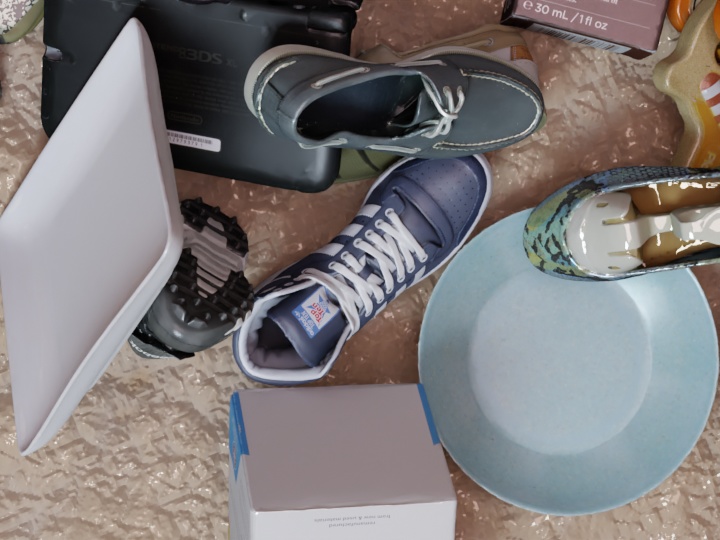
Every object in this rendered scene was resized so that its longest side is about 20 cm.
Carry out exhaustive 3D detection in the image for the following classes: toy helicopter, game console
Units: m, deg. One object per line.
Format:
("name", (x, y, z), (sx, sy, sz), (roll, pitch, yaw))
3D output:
("toy helicopter", (0.236, -0.089, 1.618), (0.132, 0.079, 0.201), (25, 93, -27))
("game console", (-0.089, -0.161, 1.593), (0.199, 0.116, 0.177), (11, 114, 14))

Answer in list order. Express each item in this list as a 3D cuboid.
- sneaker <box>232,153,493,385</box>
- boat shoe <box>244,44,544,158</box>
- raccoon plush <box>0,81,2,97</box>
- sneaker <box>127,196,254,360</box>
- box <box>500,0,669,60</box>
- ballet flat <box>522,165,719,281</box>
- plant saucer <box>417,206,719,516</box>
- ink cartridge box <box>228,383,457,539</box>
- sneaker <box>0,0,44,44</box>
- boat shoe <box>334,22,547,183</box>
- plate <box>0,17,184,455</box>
("sneaker", (0.000, 0.000, 1.576), (0.200, 0.109, 0.070), (-39, 96, 14))
("boat shoe", (0.030, -0.094, 1.518), (0.199, 0.062, 0.073), (3, 114, -27))
("raccoon plush", (-0.313, -0.081, 1.588), (0.133, 0.097, 0.201), (17, 92, 4))
("sneaker", (-0.111, 0.025, 1.557), (0.066, 0.200, 0.091), (30, 105, -10))
("box", (0.163, -0.245, 1.616), (0.099, 0.075, 0.201), (13, 90, -4))
("ballet flat", (0.190, -0.031, 1.556), (0.199, 0.074, 0.075), (-12, 93, 19))
("plant saucer", (0.132, 0.058, 1.638), (0.199, 0.039, 0.203), (0, 87, -8))
("ink cartridge box", (-0.015, 0.189, 1.567), (0.124, 0.129, 0.201), (-3, 122, -8))
("sneaker", (-0.213, -0.243, 1.583), (0.076, 0.089, 0.201), (13, 92, -4))
("boat shoe", (0.017, -0.106, 1.619), (0.198, 0.075, 0.069), (-10, 70, 1))
("plate", (-0.160, -0.019, 1.522), (0.032, 0.200, 0.200), (16, 130, -28))
